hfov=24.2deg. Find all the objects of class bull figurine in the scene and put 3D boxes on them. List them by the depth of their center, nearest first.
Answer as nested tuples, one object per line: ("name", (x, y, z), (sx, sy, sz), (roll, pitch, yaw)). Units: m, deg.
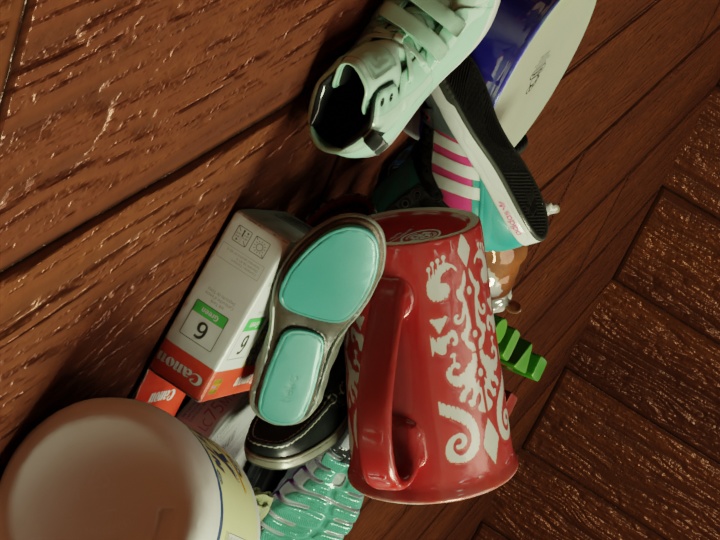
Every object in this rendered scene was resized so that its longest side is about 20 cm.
("bull figurine", (0.128, -0.050, 1.645), (0.121, 0.065, 0.200), (-55, 133, -26))

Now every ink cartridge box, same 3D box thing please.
("ink cartridge box", (-0.101, 0.052, 1.233), (0.200, 0.050, 0.109), (-61, 166, 9))
("ink cartridge box", (-0.121, 0.151, 1.409), (0.119, 0.042, 0.200), (-50, 163, -38))

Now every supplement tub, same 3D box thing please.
("supplement tub", (-0.147, 0.170, 1.125), (0.145, 0.145, 0.200), (-56, 166, -7))

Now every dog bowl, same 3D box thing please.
("dog bowl", (0.119, -0.185, 1.428), (0.200, 0.079, 0.200), (-53, 166, -20))

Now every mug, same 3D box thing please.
("mug", (0.050, 0.066, 1.265), (0.178, 0.133, 0.200), (-117, -159, -74))

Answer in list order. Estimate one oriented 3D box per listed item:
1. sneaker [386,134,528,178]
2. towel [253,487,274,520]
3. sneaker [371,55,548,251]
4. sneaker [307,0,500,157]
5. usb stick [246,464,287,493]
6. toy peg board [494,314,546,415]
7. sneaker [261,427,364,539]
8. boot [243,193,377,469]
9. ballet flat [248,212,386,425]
("sneaker", (0.078, -0.092, 1.532), (0.200, 0.076, 0.077), (-31, 158, -43))
("towel", (-0.160, 0.235, 1.333), (0.200, 0.036, 0.148), (-36, 167, 5))
("sneaker", (0.055, -0.094, 1.341), (0.121, 0.200, 0.084), (-21, -163, 28))
("sneaker", (0.034, -0.160, 1.175), (0.200, 0.074, 0.118), (-58, 173, 14))
("usb stick", (-0.076, 0.167, 1.466), (0.200, 0.033, 0.055), (-63, 160, 12))
("toy peg board", (0.079, 0.115, 1.552), (0.199, 0.098, 0.200), (-64, 152, -8))
("sneaker", (-0.026, 0.168, 1.445), (0.200, 0.074, 0.088), (-52, -159, 29))
("boot", (-0.037, 0.046, 1.329), (0.204, 0.073, 0.154), (-47, 139, -46))
("ballet flat", (-0.035, 0.025, 1.204), (0.064, 0.067, 0.200), (-85, -165, -54))
